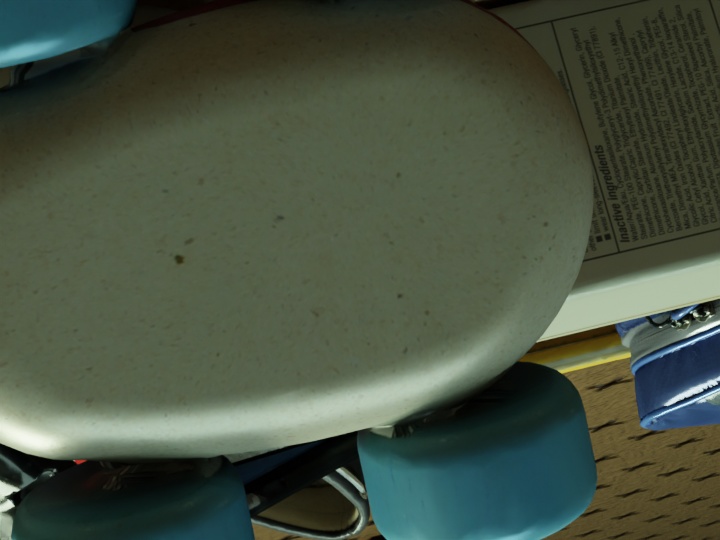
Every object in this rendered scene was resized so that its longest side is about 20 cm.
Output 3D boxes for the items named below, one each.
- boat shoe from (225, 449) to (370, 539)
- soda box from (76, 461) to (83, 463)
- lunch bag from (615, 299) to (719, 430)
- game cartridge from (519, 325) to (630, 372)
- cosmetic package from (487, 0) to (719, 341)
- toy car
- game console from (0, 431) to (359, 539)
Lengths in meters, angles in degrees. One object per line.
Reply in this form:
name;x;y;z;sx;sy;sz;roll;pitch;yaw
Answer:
boat shoe;-0.074;0.071;1.075;0.074;0.060;0.200;-35;138;31
soda box;-0.131;0.089;1.133;0.064;0.068;0.200;30;-161;36
lunch bag;0.195;0.004;1.048;0.200;0.132;0.136;-4;163;-42
game cartridge;0.047;0.051;1.256;0.176;0.032;0.200;-13;178;-10
cosmetic package;0.044;-0.028;0.809;0.200;0.104;0.073;-12;168;-7
toy car;-0.041;-0.027;0.677;0.177;0.184;0.200;-14;-164;-7
game console;-0.127;0.064;0.804;0.200;0.116;0.176;-21;126;41
